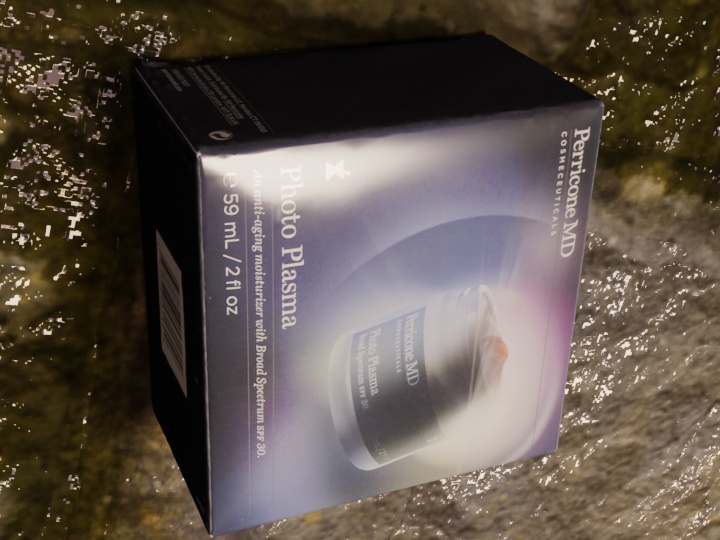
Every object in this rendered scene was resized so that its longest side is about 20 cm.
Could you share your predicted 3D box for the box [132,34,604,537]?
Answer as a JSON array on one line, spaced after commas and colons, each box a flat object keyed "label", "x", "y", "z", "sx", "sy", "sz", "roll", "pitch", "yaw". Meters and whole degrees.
[{"label": "box", "x": 0.000, "y": 0.000, "z": 0.570, "sx": 0.197, "sy": 0.123, "sz": 0.202, "roll": -10, "pitch": 120, "yaw": -21}]
